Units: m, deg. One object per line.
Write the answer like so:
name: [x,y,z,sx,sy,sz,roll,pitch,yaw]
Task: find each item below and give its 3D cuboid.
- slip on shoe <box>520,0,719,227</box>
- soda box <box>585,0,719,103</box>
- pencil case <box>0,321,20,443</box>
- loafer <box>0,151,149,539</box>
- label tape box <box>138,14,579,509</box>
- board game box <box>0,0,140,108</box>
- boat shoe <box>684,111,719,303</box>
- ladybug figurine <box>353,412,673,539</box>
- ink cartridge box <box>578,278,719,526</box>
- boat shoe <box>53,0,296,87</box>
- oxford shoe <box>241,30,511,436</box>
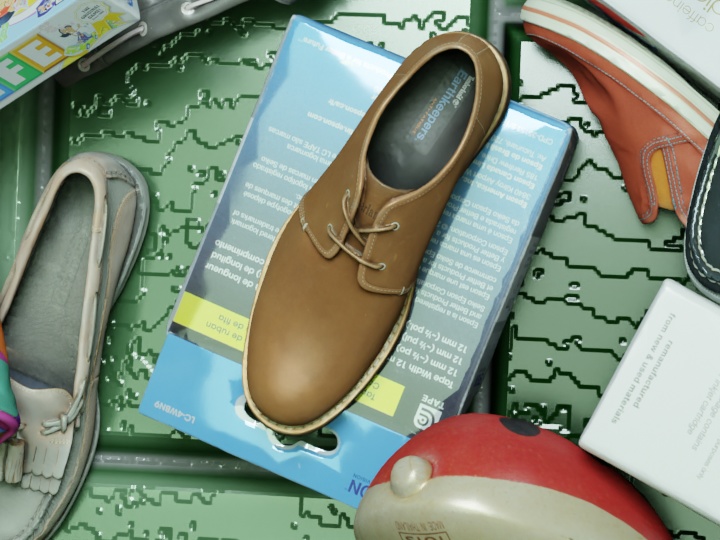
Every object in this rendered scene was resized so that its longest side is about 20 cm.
slip on shoe: [0.144,-0.051,1.085,0.200,0.074,0.061,45,98,1]
soda box: [0.161,-0.119,1.069,0.200,0.068,0.064,37,94,-3]
pencil case: [-0.217,-0.006,1.099,0.088,0.088,0.201,-20,69,7]
loafer: [-0.155,0.038,1.124,0.071,0.063,0.201,16,91,8]
label tape box: [0.000,0.000,1.105,0.142,0.066,0.201,23,95,7]
board game box: [-0.178,-0.168,1.083,0.134,0.034,0.201,-30,56,23]
boat shoe: [0.190,-0.081,0.997,0.075,0.060,0.201,24,89,25]
ladybug figurine: [0.076,0.119,1.044,0.135,0.200,0.072,-4,61,34]
ink cartridge box: [0.202,0.088,1.035,0.199,0.146,0.085,29,91,7]
boat shoe: [-0.064,-0.138,1.119,0.199,0.067,0.057,-14,103,12]
oxford shoe: [0.000,-0.018,1.039,0.071,0.071,0.201,27,95,6]
